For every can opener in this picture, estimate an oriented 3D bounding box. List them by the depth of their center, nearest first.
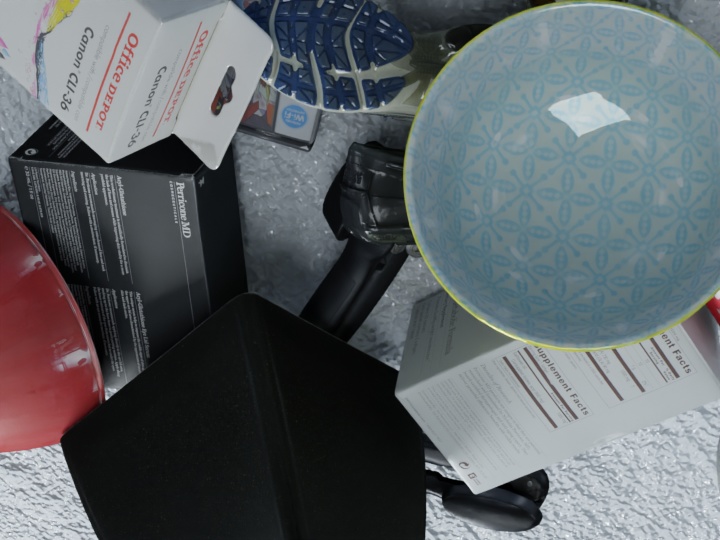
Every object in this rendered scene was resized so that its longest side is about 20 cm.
[{"bbox_3d":[0.000,0.000,0.948,0.063,0.079,0.200,-6,137,-35],"label":"can opener"},{"bbox_3d":[0.054,0.157,1.042,0.200,0.079,0.063,17,85,16],"label":"can opener"}]

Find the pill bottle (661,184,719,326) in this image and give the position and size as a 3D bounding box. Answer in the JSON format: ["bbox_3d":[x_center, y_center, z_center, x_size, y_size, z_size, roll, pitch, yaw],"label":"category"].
[{"bbox_3d":[0.276,-0.005,0.853,0.112,0.112,0.200,-27,114,26],"label":"pill bottle"}]

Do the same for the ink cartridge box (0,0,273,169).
[{"bbox_3d":[-0.160,-0.153,0.808,0.200,0.067,0.117,41,130,13],"label":"ink cartridge box"}]

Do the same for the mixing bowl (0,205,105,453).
[{"bbox_3d":[-0.289,0.059,0.958,0.200,0.108,0.200,34,139,37],"label":"mixing bowl"}]

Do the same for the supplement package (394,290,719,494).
[{"bbox_3d":[0.141,0.054,0.921,0.200,0.114,0.110,-27,115,25],"label":"supplement package"}]

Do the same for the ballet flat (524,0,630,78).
[{"bbox_3d":[0.133,-0.160,0.806,0.072,0.072,0.200,-17,119,21],"label":"ballet flat"}]

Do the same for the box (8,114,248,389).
[{"bbox_3d":[-0.162,-0.008,0.959,0.141,0.079,0.200,8,125,16],"label":"box"}]

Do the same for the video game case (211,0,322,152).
[{"bbox_3d":[-0.108,-0.186,0.864,0.200,0.026,0.181,16,125,0],"label":"video game case"}]

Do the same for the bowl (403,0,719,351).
[{"bbox_3d":[0.130,-0.048,0.769,0.200,0.108,0.200,-1,82,8],"label":"bowl"}]

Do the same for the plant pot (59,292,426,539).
[{"bbox_3d":[-0.068,0.169,0.924,0.200,0.177,0.199,-37,137,21],"label":"plant pot"}]

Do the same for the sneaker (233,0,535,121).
[{"bbox_3d":[0.015,-0.125,0.837,0.200,0.085,0.077,12,83,-8],"label":"sneaker"}]

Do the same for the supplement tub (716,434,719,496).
[{"bbox_3d":[0.367,0.138,0.899,0.200,0.145,0.145,-22,117,39],"label":"supplement tub"}]

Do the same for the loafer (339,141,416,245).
[{"bbox_3d":[0.083,-0.059,0.853,0.200,0.068,0.070,-5,107,-20],"label":"loafer"}]
